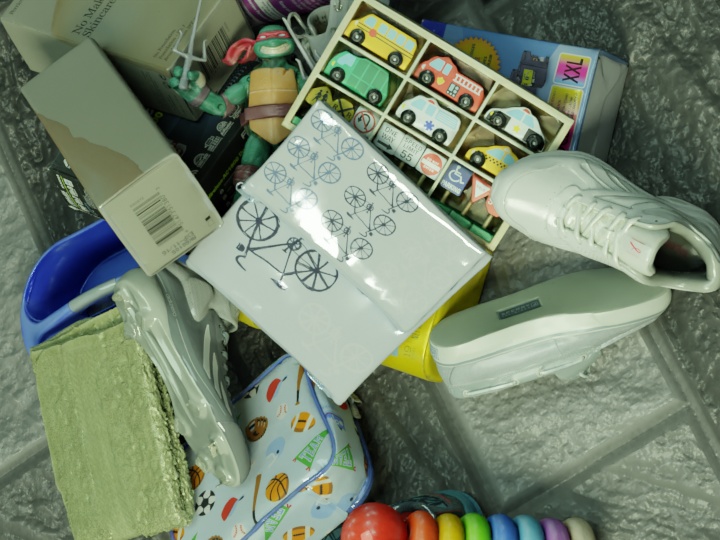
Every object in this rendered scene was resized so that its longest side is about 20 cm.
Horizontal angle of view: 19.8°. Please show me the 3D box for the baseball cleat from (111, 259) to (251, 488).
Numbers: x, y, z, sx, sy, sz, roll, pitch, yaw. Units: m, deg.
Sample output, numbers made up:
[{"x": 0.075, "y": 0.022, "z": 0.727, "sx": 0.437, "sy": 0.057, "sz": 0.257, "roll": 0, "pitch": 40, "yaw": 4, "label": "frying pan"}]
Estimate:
[{"x": -0.126, "y": 0.077, "z": 1.730, "sx": 0.070, "sy": 0.106, "sz": 0.201, "roll": -25, "pitch": 94, "yaw": 55, "label": "baseball cleat"}]

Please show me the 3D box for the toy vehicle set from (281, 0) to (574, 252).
[{"x": 0.053, "y": -0.118, "z": 1.645, "sx": 0.199, "sy": 0.027, "sz": 0.125, "roll": 31, "pitch": 100, "yaw": 0, "label": "toy vehicle set"}]

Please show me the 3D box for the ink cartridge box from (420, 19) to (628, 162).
[{"x": 0.108, "y": -0.129, "z": 1.725, "sx": 0.199, "sy": 0.076, "sz": 0.137, "roll": 13, "pitch": 89, "yaw": 30, "label": "ink cartridge box"}]

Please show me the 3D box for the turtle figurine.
[{"x": -0.072, "y": -0.134, "z": 1.717, "sx": 0.149, "sy": 0.101, "sz": 0.201, "roll": -7, "pitch": 85, "yaw": 22, "label": "turtle figurine"}]

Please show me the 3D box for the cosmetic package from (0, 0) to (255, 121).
[{"x": -0.204, "y": -0.212, "z": 1.814, "sx": 0.199, "sy": 0.073, "sz": 0.104, "roll": 18, "pitch": 63, "yaw": 30, "label": "cosmetic package"}]

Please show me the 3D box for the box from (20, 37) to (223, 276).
[{"x": -0.198, "y": -0.096, "z": 1.698, "sx": 0.078, "sy": 0.095, "sz": 0.200, "roll": -36, "pitch": 42, "yaw": -3, "label": "box"}]

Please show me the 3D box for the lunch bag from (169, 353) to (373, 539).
[{"x": -0.080, "y": 0.171, "z": 1.768, "sx": 0.200, "sy": 0.075, "sz": 0.161, "roll": -40, "pitch": 42, "yaw": 16, "label": "lunch bag"}]

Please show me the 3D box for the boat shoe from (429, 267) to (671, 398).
[{"x": 0.157, "y": 0.054, "z": 1.676, "sx": 0.200, "sy": 0.070, "sz": 0.072, "roll": -15, "pitch": 120, "yaw": 5, "label": "boat shoe"}]

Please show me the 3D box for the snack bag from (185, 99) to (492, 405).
[{"x": -0.025, "y": -0.011, "z": 1.666, "sx": 0.188, "sy": 0.021, "sz": 0.200, "roll": 42, "pitch": 116, "yaw": -6, "label": "snack bag"}]

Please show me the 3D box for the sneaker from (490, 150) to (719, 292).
[{"x": 0.199, "y": -0.036, "z": 1.598, "sx": 0.199, "sy": 0.099, "sz": 0.078, "roll": 16, "pitch": 105, "yaw": -8, "label": "sneaker"}]

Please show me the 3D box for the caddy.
[{"x": -0.213, "y": 0.026, "z": 1.853, "sx": 0.199, "sy": 0.105, "sz": 0.142, "roll": -26, "pitch": 73, "yaw": 22, "label": "caddy"}]

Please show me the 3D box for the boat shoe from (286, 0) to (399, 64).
[{"x": -0.020, "y": -0.201, "z": 1.750, "sx": 0.086, "sy": 0.075, "sz": 0.203, "roll": 19, "pitch": 134, "yaw": 7, "label": "boat shoe"}]

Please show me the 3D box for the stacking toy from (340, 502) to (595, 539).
[{"x": 0.082, "y": 0.223, "z": 1.626, "sx": 0.199, "sy": 0.085, "sz": 0.086, "roll": 11, "pitch": 88, "yaw": -13, "label": "stacking toy"}]

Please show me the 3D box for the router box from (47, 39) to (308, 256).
[{"x": -0.157, "y": -0.123, "z": 1.820, "sx": 0.149, "sy": 0.062, "sz": 0.200, "roll": 21, "pitch": 65, "yaw": 31, "label": "router box"}]

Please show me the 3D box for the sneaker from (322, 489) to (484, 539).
[{"x": 0.001, "y": 0.232, "z": 1.719, "sx": 0.199, "sy": 0.095, "sz": 0.080, "roll": -30, "pitch": 70, "yaw": 21, "label": "sneaker"}]

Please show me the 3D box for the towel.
[{"x": -0.214, "y": 0.137, "z": 1.786, "sx": 0.148, "sy": 0.036, "sz": 0.201, "roll": -22, "pitch": 80, "yaw": 37, "label": "towel"}]

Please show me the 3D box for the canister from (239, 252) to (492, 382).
[{"x": 0.000, "y": 0.000, "z": 1.758, "sx": 0.199, "sy": 0.086, "sz": 0.149, "roll": 17, "pitch": 91, "yaw": 27, "label": "canister"}]

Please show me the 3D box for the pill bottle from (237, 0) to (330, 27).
[{"x": -0.031, "y": -0.288, "z": 1.797, "sx": 0.199, "sy": 0.112, "sz": 0.113, "roll": -12, "pitch": 78, "yaw": 25, "label": "pill bottle"}]
